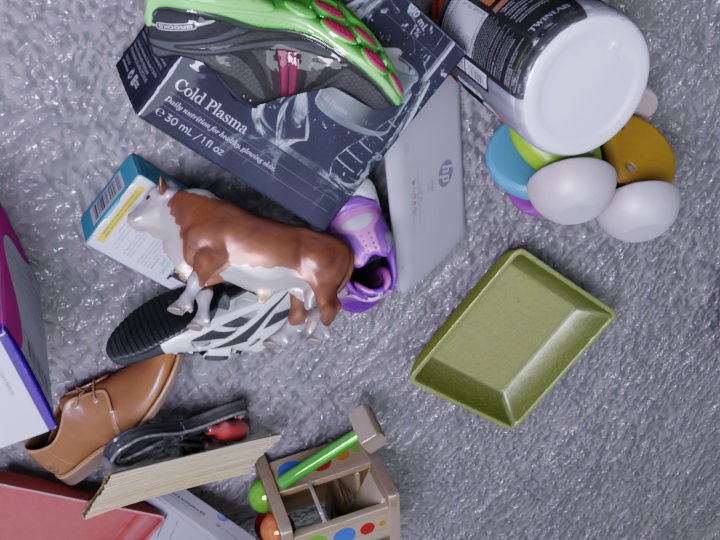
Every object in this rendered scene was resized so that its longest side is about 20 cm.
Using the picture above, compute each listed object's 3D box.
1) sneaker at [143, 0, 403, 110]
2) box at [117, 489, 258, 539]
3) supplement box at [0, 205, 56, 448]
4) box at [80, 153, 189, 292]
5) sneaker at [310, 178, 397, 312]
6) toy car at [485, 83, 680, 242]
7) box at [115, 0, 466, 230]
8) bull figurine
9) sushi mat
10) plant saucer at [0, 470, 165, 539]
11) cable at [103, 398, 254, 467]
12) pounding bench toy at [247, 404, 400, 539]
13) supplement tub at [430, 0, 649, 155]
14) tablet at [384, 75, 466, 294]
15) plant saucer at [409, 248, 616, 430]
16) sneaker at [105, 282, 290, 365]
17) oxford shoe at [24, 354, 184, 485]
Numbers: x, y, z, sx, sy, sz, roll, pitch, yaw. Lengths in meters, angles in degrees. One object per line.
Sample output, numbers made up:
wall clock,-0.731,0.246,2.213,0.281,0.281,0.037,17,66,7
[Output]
sneaker,-0.059,-0.157,0.628,0.199,0.077,0.084,16,130,-27
box,-0.183,0.343,0.989,0.199,0.041,0.156,30,113,11
supplement box,-0.317,0.045,0.710,0.103,0.200,0.102,-19,127,-10
box,-0.155,-0.021,0.833,0.200,0.049,0.082,33,104,-36
sneaker,0.000,0.000,0.865,0.080,0.089,0.200,-26,153,-11
toy car,0.214,-0.111,0.890,0.199,0.176,0.150,11,153,-30
box,-0.059,-0.175,0.729,0.200,0.124,0.197,30,104,-36
bull figurine,-0.103,-0.007,0.742,0.199,0.122,0.065,12,158,-9
sushi mat,-0.182,0.211,0.918,0.199,0.012,0.096,-6,146,-39
plant saucer,-0.345,0.288,0.945,0.199,0.037,0.200,23,121,-34
cable,-0.173,0.174,0.905,0.097,0.050,0.200,-39,164,11
pounding bench toy,-0.049,0.253,1.016,0.155,0.124,0.201,-14,126,-15
supplement tub,0.143,-0.192,0.756,0.122,0.200,0.123,-11,125,-16
tablet,0.068,-0.088,0.871,0.130,0.014,0.201,-42,139,-38
plant saucer,0.174,0.077,1.047,0.199,0.048,0.200,29,106,-35
sneaker,-0.131,0.054,0.814,0.199,0.074,0.089,-23,126,-8
oxford shoe,-0.256,0.134,0.881,0.200,0.071,0.071,-43,123,9
